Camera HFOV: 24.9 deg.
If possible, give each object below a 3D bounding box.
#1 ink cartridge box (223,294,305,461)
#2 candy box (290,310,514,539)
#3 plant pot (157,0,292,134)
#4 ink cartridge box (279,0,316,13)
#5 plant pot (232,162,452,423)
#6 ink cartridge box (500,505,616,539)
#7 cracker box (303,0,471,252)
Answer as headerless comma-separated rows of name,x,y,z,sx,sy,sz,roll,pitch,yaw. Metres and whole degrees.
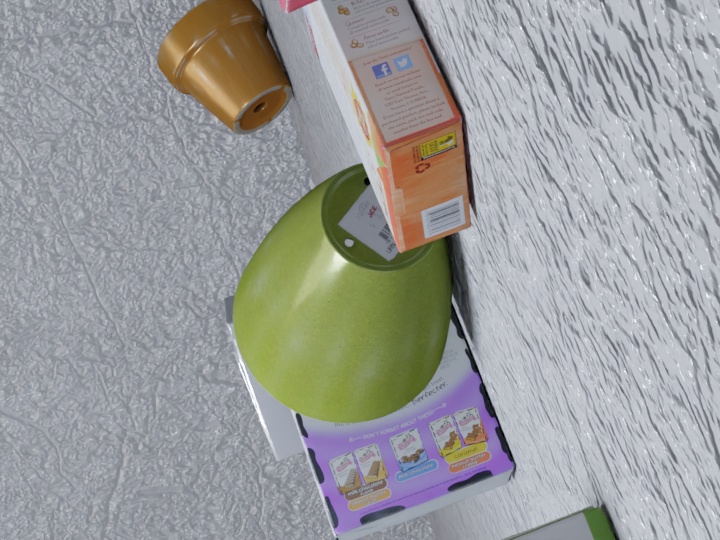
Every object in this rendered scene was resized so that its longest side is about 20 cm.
ink cartridge box,-0.019,0.070,1.598,0.147,0.199,0.147,-125,15,-80
candy box,0.023,0.118,1.452,0.072,0.167,0.201,86,165,-72
plant pot,-0.217,-0.342,2.802,0.184,0.200,0.200,52,171,18
ink cartridge box,-0.030,-0.239,0.905,0.200,0.083,0.146,-179,69,-87
plant pot,0.000,0.000,1.307,0.200,0.186,0.188,112,140,-63
ink cartridge box,0.079,0.249,0.991,0.076,0.199,0.149,79,170,-73
cracker box,0.012,-0.132,1.087,0.134,0.057,0.201,77,171,-62
